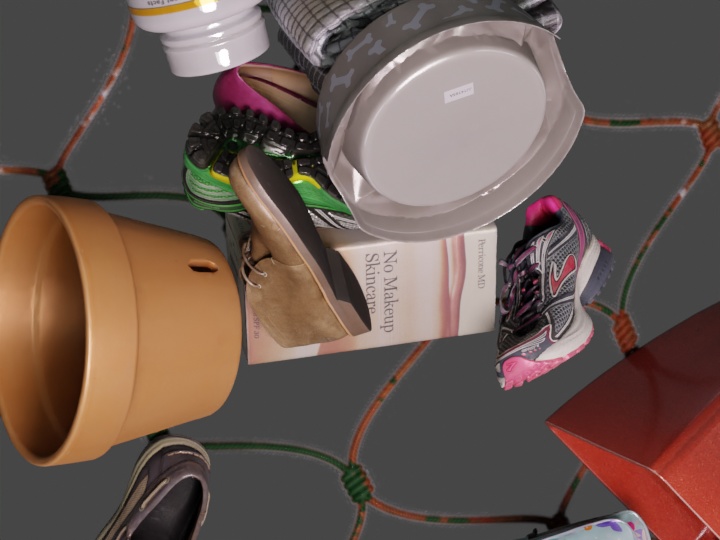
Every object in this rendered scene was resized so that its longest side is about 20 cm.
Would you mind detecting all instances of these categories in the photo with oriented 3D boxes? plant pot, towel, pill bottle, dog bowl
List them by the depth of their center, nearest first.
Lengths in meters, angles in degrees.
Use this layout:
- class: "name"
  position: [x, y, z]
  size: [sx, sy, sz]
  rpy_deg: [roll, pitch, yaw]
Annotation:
- class: "dog bowl"
  position: [0.059, -0.113, 1.581]
  size: [0.200, 0.059, 0.200]
  rpy_deg: [-17, 138, -16]
- class: "pill bottle"
  position: [-0.130, -0.248, 1.629]
  size: [0.109, 0.109, 0.200]
  rpy_deg: [-19, 110, -7]
- class: "towel"
  position: [0.040, -0.199, 1.655]
  size: [0.200, 0.166, 0.086]
  rpy_deg: [-24, 114, -4]
- class: "plant pot"
  position: [-0.180, 0.043, 1.677]
  size: [0.140, 0.200, 0.200]
  rpy_deg: [-1, 108, -30]
- class: "plant pot"
  position: [0.308, 0.140, 1.817]
  size: [0.176, 0.200, 0.200]
  rpy_deg: [-48, 111, -9]

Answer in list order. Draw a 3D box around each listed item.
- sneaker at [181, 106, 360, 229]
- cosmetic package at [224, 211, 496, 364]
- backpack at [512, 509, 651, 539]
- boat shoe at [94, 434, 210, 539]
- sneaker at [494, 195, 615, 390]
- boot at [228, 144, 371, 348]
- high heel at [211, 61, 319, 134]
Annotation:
- class: "sneaker"
  position: [-0.038, -0.066, 1.678]
  size: [0.200, 0.078, 0.085]
  rpy_deg: [13, 149, -9]
- class: "cosmetic package"
  position: [0.000, 0.000, 1.739]
  size: [0.200, 0.087, 0.103]
  rpy_deg: [-9, 122, -10]
- class: "backpack"
  position: [0.159, 0.299, 1.832]
  size: [0.200, 0.151, 0.178]
  rpy_deg: [-14, 69, -1]
- class: "boat shoe"
  position: [-0.175, 0.230, 1.787]
  size: [0.074, 0.073, 0.200]
  rpy_deg: [15, 103, -17]
- class: "sneaker"
  position: [0.137, 0.020, 1.743]
  size: [0.081, 0.200, 0.075]
  rpy_deg: [-27, 112, 30]
- class: "boot"
  position: [-0.061, -0.009, 1.617]
  size: [0.075, 0.074, 0.200]
  rpy_deg: [-19, 136, 11]
- class: "high heel"
  position: [-0.014, -0.118, 1.697]
  size: [0.200, 0.096, 0.068]
  rpy_deg: [2, 71, -12]
